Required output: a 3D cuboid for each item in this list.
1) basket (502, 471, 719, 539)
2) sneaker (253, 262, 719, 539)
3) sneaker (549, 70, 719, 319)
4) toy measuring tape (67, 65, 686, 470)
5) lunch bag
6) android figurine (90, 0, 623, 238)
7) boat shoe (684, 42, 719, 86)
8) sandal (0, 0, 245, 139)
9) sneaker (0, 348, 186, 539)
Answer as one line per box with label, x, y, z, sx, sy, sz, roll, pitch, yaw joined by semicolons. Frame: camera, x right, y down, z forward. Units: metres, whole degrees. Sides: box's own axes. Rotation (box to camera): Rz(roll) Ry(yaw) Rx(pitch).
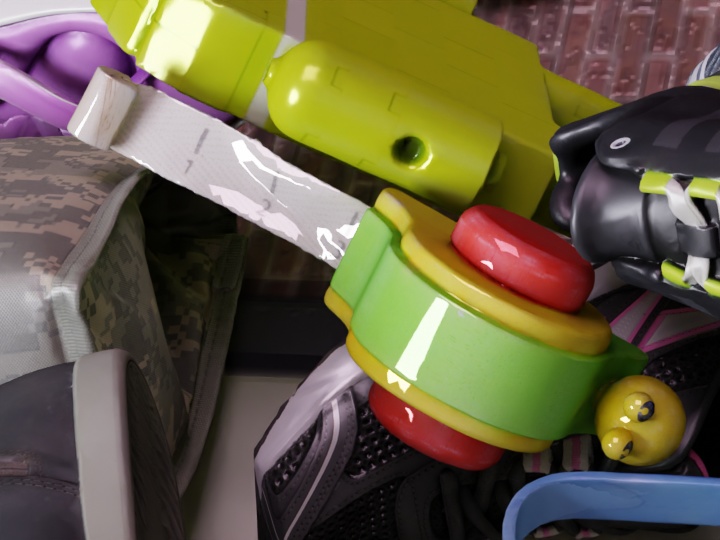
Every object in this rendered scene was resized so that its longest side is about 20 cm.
basket;0.138;0.117;0.730;0.200;0.139;0.177;-4;43;1
sneaker;0.063;0.046;0.854;0.200;0.080;0.086;-29;51;-10
sneaker;0.098;-0.006;0.760;0.083;0.072;0.200;-7;13;-11
toy measuring tape;0.000;0.000;0.802;0.200;0.074;0.074;30;60;8
lunch bag;-0.131;0.018;0.898;0.164;0.118;0.200;-4;21;11
android figurine;-0.001;-0.069;0.911;0.200;0.041;0.182;26;19;-8
boat shoe;0.174;-0.012;0.831;0.071;0.091;0.200;-18;61;-40
sandal;-0.128;-0.056;0.993;0.202;0.083;0.050;1;58;20
sneaker;-0.095;0.112;0.714;0.106;0.075;0.200;-16;40;6
